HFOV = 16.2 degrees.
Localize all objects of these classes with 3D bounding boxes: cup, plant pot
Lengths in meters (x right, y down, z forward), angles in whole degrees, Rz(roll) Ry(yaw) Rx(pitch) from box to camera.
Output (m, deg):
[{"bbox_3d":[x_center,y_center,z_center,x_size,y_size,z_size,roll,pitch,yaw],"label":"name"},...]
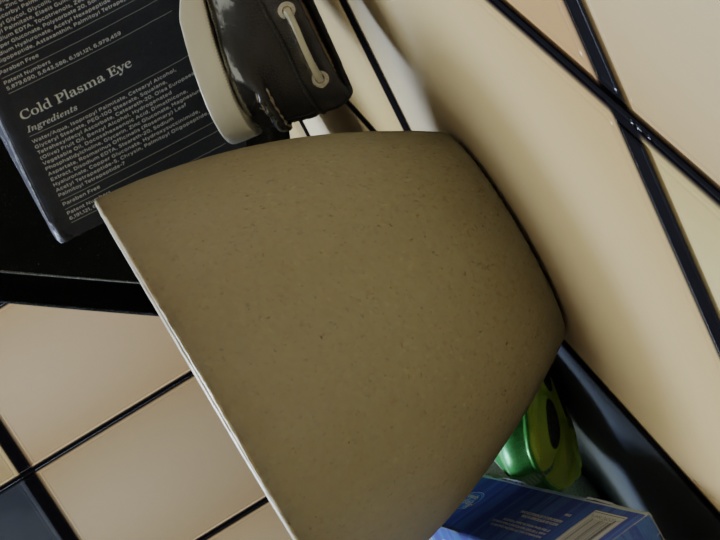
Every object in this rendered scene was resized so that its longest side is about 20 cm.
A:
[{"bbox_3d":[0.000,0.022,1.058,0.201,0.143,0.200,59,176,7],"label":"cup"},{"bbox_3d":[-0.126,-0.071,1.408,0.200,0.199,0.178,107,168,-84],"label":"plant pot"}]

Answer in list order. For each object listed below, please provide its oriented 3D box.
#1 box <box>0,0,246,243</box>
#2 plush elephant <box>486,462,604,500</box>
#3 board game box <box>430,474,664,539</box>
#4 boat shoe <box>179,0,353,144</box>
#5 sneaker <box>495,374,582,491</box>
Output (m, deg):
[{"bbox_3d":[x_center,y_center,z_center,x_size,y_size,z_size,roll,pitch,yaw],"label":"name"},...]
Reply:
[{"bbox_3d":[-0.155,-0.152,1.173,0.200,0.104,0.182,56,172,43],"label":"box"},{"bbox_3d":[0.049,0.153,1.271,0.200,0.154,0.165,57,175,17],"label":"plush elephant"},{"bbox_3d":[0.116,0.186,1.067,0.200,0.043,0.200,58,166,-9],"label":"board game box"},{"bbox_3d":[-0.057,-0.155,1.061,0.074,0.060,0.201,-40,-67,-79],"label":"boat shoe"},{"bbox_3d":[0.040,0.056,1.197,0.074,0.083,0.200,62,171,-33],"label":"sneaker"}]
